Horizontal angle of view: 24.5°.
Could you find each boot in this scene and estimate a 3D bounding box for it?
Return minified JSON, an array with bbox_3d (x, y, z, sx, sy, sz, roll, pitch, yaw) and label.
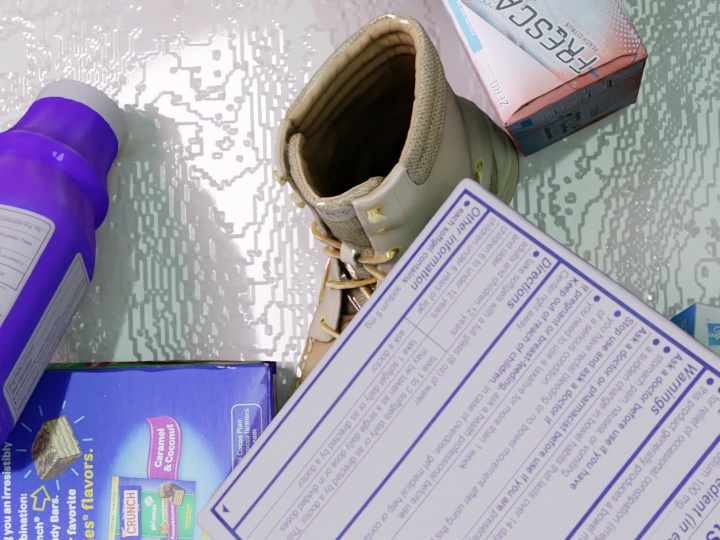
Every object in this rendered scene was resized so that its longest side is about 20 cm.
[{"bbox_3d":[0.000,0.000,0.731,0.073,0.155,0.200,24,83,22],"label":"boot"}]

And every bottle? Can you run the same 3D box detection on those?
[{"bbox_3d":[-0.162,-0.004,0.735,0.083,0.065,0.200,7,47,16],"label":"bottle"}]

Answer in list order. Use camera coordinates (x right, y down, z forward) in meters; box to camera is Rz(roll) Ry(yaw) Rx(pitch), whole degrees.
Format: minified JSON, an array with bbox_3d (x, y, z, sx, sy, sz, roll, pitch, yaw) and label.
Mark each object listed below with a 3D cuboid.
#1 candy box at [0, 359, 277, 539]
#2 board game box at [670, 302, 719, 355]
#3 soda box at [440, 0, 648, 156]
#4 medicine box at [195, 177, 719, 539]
[{"bbox_3d":[-0.137,0.127,0.764,0.200,0.077,0.169,-1,86,-2],"label":"candy box"},{"bbox_3d":[0.219,0.132,0.722,0.200,0.056,0.196,11,69,-10],"label":"board game box"},{"bbox_3d":[0.080,-0.097,0.721,0.064,0.200,0.068,-26,87,7],"label":"soda box"},{"bbox_3d":[0.069,0.097,0.656,0.182,0.103,0.200,-51,53,0],"label":"medicine box"}]
